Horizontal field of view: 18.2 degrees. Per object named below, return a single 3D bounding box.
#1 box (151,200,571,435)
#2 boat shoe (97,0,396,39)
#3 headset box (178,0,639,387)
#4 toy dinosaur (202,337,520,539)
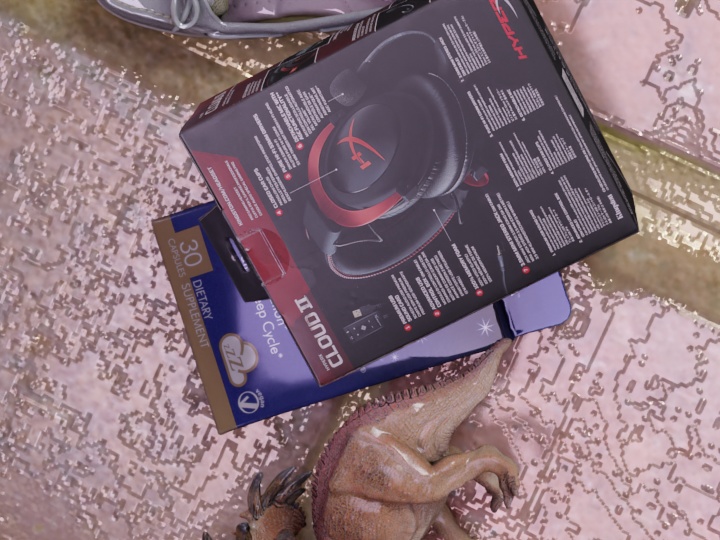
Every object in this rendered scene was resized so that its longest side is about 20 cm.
[{"bbox_3d":[0.000,0.000,1.189,0.199,0.032,0.121,-18,90,11],"label":"box"},{"bbox_3d":[-0.048,-0.156,1.171,0.201,0.065,0.075,7,95,11],"label":"boat shoe"},{"bbox_3d":[0.016,-0.047,1.113,0.200,0.075,0.149,-27,102,11],"label":"headset box"},{"bbox_3d":[0.002,0.115,1.158,0.135,0.086,0.200,26,107,2],"label":"toy dinosaur"}]
